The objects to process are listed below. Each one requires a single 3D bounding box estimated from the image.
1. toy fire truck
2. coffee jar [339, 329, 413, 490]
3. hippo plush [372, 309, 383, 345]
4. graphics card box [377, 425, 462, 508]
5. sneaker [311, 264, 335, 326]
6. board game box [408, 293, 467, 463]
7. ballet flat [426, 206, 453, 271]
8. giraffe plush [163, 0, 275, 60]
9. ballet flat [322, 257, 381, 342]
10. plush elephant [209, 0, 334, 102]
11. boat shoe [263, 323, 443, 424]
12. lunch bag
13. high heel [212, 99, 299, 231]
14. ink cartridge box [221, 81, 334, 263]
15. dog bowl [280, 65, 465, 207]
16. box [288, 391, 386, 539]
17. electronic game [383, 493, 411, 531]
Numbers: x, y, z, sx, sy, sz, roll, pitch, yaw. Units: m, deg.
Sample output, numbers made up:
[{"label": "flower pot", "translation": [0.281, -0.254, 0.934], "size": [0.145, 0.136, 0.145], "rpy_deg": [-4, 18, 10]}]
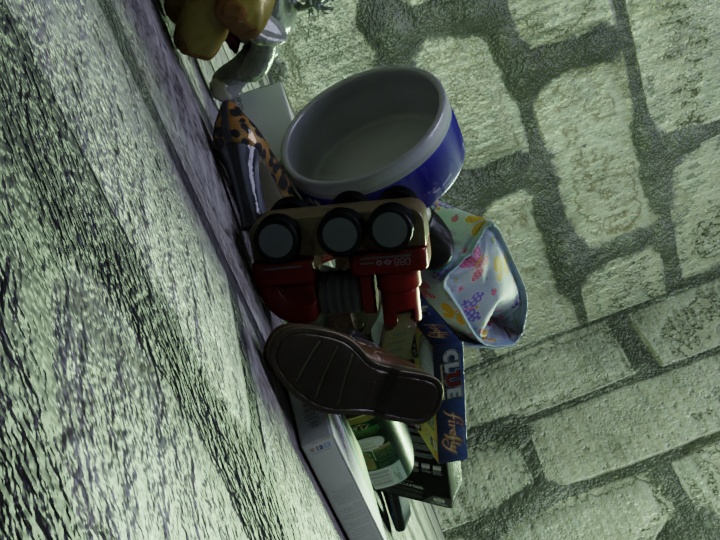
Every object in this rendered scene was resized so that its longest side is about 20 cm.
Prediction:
[{"label": "toy fire truck", "translation": [-0.010, 0.022, 1.332], "size": [0.129, 0.175, 0.201], "rpy_deg": [-69, 152, -73]}, {"label": "coffee jar", "translation": [-0.001, 0.159, 1.475], "size": [0.200, 0.085, 0.105], "rpy_deg": [69, 9, -48]}, {"label": "hippo plush", "translation": [0.027, 0.106, 1.750], "size": [0.200, 0.160, 0.160], "rpy_deg": [-109, 177, -47]}, {"label": "graphics card box", "translation": [0.059, 0.211, 1.636], "size": [0.051, 0.125, 0.201], "rpy_deg": [-61, 152, -42]}, {"label": "sneaker", "translation": [-0.038, 0.073, 1.553], "size": [0.200, 0.078, 0.100], "rpy_deg": [65, 9, -51]}, {"label": "board game box", "translation": [0.072, 0.110, 1.434], "size": [0.200, 0.034, 0.136], "rpy_deg": [-127, -149, -69]}, {"label": "ballet flat", "translation": [0.040, -0.076, 1.503], "size": [0.200, 0.068, 0.068], "rpy_deg": [54, -1, 44]}, {"label": "giraffe plush", "translation": [-0.165, -0.336, 1.314], "size": [0.162, 0.200, 0.173], "rpy_deg": [26, 38, -43]}, {"label": "ballet flat", "translation": [0.000, 0.000, 1.500], "size": [0.070, 0.065, 0.201], "rpy_deg": [13, 80, -64]}, {"label": "plush elephant", "translation": [-0.145, -0.315, 1.522], "size": [0.155, 0.199, 0.165], "rpy_deg": [23, 51, -62]}, {"label": "boat shoe", "translation": [-0.017, 0.095, 1.202], "size": [0.200, 0.072, 0.068], "rpy_deg": [27, 3, -36]}, {"label": "lunch bag", "translation": [0.103, 0.012, 1.587], "size": [0.169, 0.127, 0.200], "rpy_deg": [28, -19, 39]}, {"label": "high heel", "translation": [-0.106, -0.109, 1.439], "size": [0.200, 0.071, 0.143], "rpy_deg": [18, 58, -77]}, {"label": "ink cartridge box", "translation": [-0.098, -0.115, 1.638], "size": [0.200, 0.083, 0.146], "rpy_deg": [68, 3, -51]}, {"label": "dog bowl", "translation": [0.015, -0.139, 1.464], "size": [0.200, 0.199, 0.079], "rpy_deg": [-109, 172, -50]}, {"label": "box", "translation": [-0.027, 0.176, 1.288], "size": [0.145, 0.036, 0.200], "rpy_deg": [-108, 178, -47]}, {"label": "electronic game", "translation": [0.033, 0.283, 1.893], "size": [0.200, 0.041, 0.201], "rpy_deg": [166, -90, -86]}]
